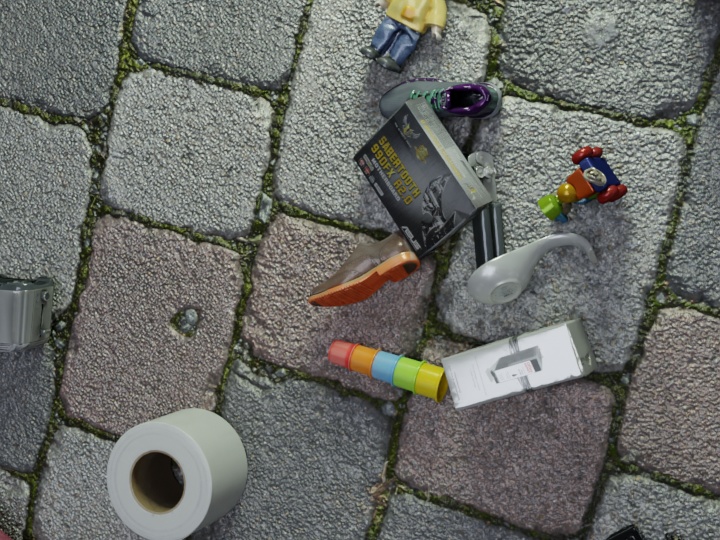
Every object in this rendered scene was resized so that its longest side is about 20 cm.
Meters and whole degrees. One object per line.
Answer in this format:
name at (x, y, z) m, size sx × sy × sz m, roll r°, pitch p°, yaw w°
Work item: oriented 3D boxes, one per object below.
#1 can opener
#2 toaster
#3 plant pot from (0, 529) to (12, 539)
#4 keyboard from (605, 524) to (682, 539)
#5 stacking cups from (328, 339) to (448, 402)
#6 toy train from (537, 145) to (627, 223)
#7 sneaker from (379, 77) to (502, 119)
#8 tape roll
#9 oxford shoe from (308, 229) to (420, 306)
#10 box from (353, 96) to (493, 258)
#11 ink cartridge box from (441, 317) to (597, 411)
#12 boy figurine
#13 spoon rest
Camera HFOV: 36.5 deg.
can opener at (0.191, -0.089, 1.709) m, size 0.066 × 0.052 × 0.201 m, roll -11°, pitch 87°, yaw 54°
toaster at (-0.652, 0.075, 1.984) m, size 0.199 × 0.114 × 0.130 m, roll 3°, pitch 96°, yaw 18°
plant pot at (-0.687, 0.559, 1.992) m, size 0.178 × 0.200 × 0.201 m, roll 29°, pitch 102°, yaw 1°
keyboard at (0.459, 0.474, 1.650) m, size 0.127 × 0.021 × 0.200 m, roll -35°, pitch 82°, yaw 24°
stacking cups at (0.042, 0.161, 1.766) m, size 0.199 × 0.060 × 0.061 m, roll 13°, pitch 97°, yaw 21°
toy train at (0.305, -0.115, 1.582) m, size 0.116 × 0.200 × 0.085 m, roll -36°, pitch 81°, yaw 23°
sneaker at (0.116, -0.270, 1.699) m, size 0.199 × 0.087 × 0.075 m, roll -2°, pitch 92°, yaw 20°
tape roll at (-0.311, 0.345, 1.860) m, size 0.202 × 0.139 × 0.204 m, roll 1°, pitch 92°, yaw 20°
oxford shoe at (0.000, 0.000, 1.776) m, size 0.199 × 0.071 × 0.073 m, roll -24°, pitch 65°, yaw 15°
box at (0.094, -0.143, 1.700) m, size 0.200 × 0.048 × 0.158 m, roll 58°, pitch 137°, yaw 8°
ink cartridge box at (0.241, 0.139, 1.644) m, size 0.199 × 0.147 × 0.083 m, roll -18°, pitch 85°, yaw 19°
boy figurine at (0.085, -0.409, 1.717) m, size 0.124 × 0.064 × 0.200 m, roll 38°, pitch 108°, yaw 17°
spoon rest at (0.257, -0.005, 1.671) m, size 0.199 × 0.099 × 0.061 m, roll -22°, pitch 51°, yaw 9°
